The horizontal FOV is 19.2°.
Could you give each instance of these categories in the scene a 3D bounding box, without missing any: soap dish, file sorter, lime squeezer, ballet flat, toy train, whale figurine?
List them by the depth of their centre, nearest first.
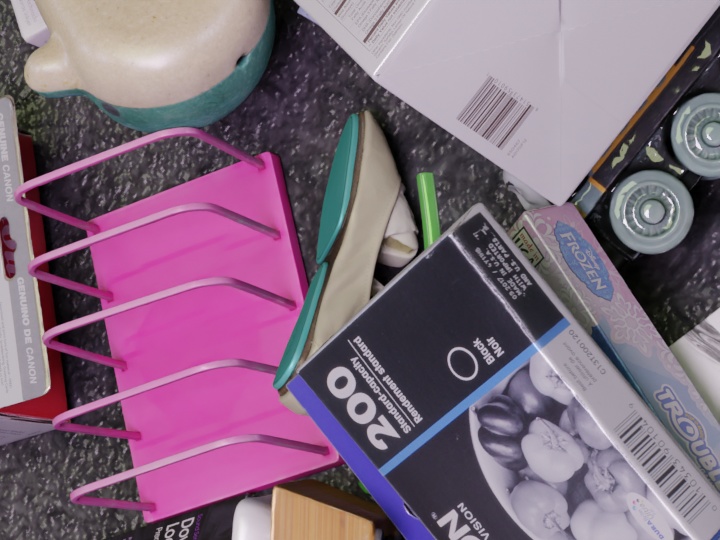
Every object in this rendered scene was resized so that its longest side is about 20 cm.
[{"bbox_3d":[0.037,0.050,1.166,0.038,0.071,0.201,4,115,-12],"label":"lime squeezer"},{"bbox_3d":[0.167,-0.095,1.173,0.114,0.085,0.200,39,96,5],"label":"toy train"},{"bbox_3d":[-0.023,0.218,1.181,0.081,0.157,0.201,2,85,7],"label":"soap dish"},{"bbox_3d":[0.000,0.000,1.254,0.069,0.070,0.201,1,60,25],"label":"ballet flat"},{"bbox_3d":[-0.115,0.033,1.273,0.138,0.125,0.201,-19,73,21],"label":"file sorter"},{"bbox_3d":[-0.140,-0.154,1.279,0.199,0.104,0.159,27,66,30],"label":"whale figurine"}]

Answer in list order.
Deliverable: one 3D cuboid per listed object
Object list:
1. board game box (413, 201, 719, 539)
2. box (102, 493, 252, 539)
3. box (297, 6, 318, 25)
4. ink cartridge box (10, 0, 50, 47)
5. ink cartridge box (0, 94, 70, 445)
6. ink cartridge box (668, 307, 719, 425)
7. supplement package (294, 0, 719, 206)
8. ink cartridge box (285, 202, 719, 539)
[{"bbox_3d":[0.102,0.103,1.154,0.200,0.043,0.199,58,135,22],"label":"board game box"},{"bbox_3d":[-0.151,0.219,1.266,0.199,0.036,0.143,-19,36,20],"label":"box"},{"bbox_3d":[0.076,-0.163,1.265,0.200,0.040,0.137,34,97,26],"label":"box"},{"bbox_3d":[-0.135,-0.233,1.361,0.199,0.068,0.116,-26,72,18],"label":"ink cartridge box"},{"bbox_3d":[-0.254,0.010,1.360,0.175,0.084,0.201,-17,74,27],"label":"ink cartridge box"},{"bbox_3d":[0.213,0.085,1.142,0.200,0.067,0.116,-39,67,15],"label":"ink cartridge box"},{"bbox_3d":[0.058,-0.166,1.130,0.151,0.152,0.200,-52,38,9],"label":"supplement package"},{"bbox_3d":[0.060,0.097,1.097,0.198,0.043,0.200,50,135,4],"label":"ink cartridge box"}]
